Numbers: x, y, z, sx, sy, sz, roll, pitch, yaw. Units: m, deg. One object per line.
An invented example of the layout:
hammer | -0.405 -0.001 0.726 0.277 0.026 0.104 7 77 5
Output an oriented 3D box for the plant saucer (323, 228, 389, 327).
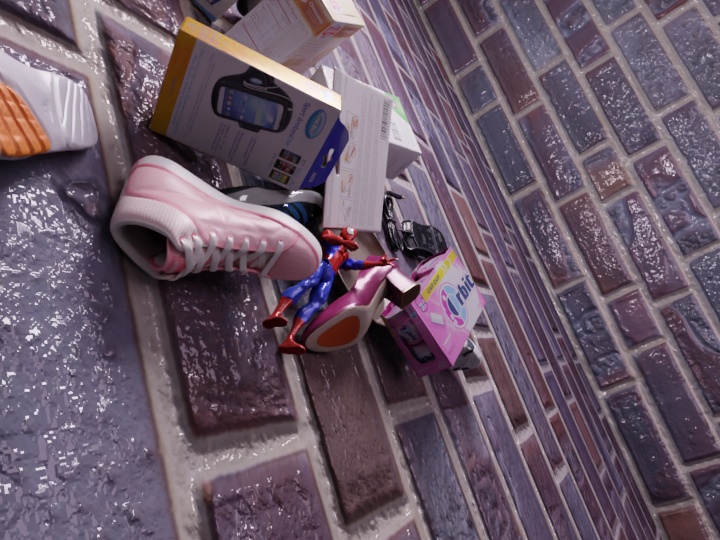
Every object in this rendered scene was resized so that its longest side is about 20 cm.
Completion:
plant saucer | 0.000 0.000 0.838 0.200 0.032 0.201 45 29 -33

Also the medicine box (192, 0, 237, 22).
medicine box | -0.242 -0.507 0.794 0.182 0.102 0.202 39 32 -42

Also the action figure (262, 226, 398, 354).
action figure | -0.025 0.006 0.640 0.066 0.098 0.201 64 33 -31

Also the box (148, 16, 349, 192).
box | -0.113 -0.167 0.590 0.198 0.119 0.042 20 40 -22

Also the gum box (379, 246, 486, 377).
gum box | 0.115 0.062 0.842 0.114 0.066 0.200 56 37 -9

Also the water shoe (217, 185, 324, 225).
water shoe | -0.108 -0.056 0.657 0.199 0.071 0.080 -11 96 -61

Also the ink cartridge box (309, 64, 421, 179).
ink cartridge box | -0.002 -0.265 0.987 0.199 0.087 0.147 7 56 -44

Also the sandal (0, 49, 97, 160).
sandal | -0.265 -0.114 0.400 0.207 0.059 0.080 -90 167 -83

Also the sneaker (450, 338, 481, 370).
sneaker | 0.153 0.093 0.989 0.198 0.079 0.131 32 45 -33

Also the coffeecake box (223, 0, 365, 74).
coffeecake box | -0.108 -0.302 0.727 0.073 0.199 0.154 57 24 -10

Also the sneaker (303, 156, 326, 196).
sneaker | -0.079 -0.150 0.789 0.084 0.078 0.200 29 -4 24

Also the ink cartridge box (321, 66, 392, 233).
ink cartridge box | -0.017 -0.157 0.755 0.176 0.044 0.203 -4 100 -62

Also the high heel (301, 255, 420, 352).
high heel | -0.017 0.039 0.714 0.199 0.068 0.096 -21 43 -40

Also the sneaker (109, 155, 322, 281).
sneaker | -0.132 -0.020 0.503 0.199 0.075 0.105 27 39 -19

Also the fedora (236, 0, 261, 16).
fedora | -0.115 -0.396 0.906 0.200 0.175 0.092 -4 98 -73

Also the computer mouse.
computer mouse | 0.100 -0.089 1.123 0.199 0.046 0.142 6 63 -49
